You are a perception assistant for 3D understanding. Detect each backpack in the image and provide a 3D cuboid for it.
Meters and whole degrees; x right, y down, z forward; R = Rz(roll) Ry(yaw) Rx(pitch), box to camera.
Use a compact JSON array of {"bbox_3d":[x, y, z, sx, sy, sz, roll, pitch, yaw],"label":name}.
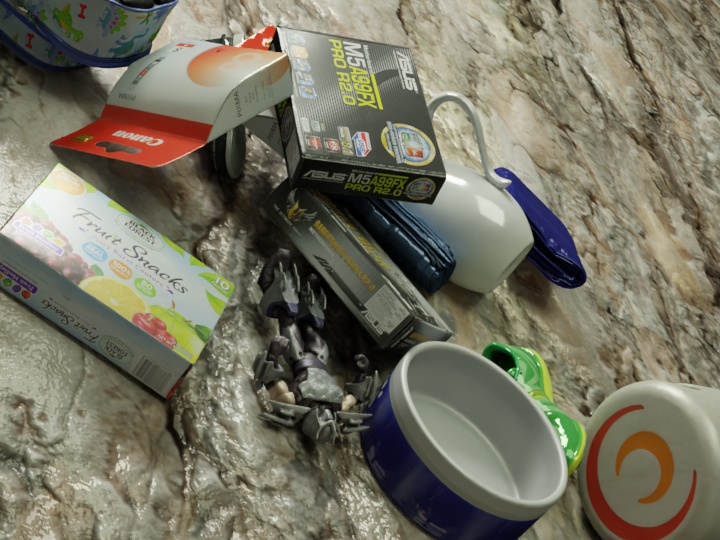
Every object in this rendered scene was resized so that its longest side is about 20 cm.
[{"bbox_3d":[-0.299,-0.293,1.519,0.199,0.148,0.183,40,28,9],"label":"backpack"}]

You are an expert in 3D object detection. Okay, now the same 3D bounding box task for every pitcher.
[{"bbox_3d":[0.117,-0.089,1.692,0.200,0.172,0.121,44,25,10],"label":"pitcher"}]

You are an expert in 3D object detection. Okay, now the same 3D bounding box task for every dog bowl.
[{"bbox_3d":[0.100,0.169,1.412,0.198,0.079,0.201,29,30,-19],"label":"dog bowl"}]

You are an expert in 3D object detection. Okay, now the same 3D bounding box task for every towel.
[{"bbox_3d":[0.025,-0.061,1.631,0.200,0.049,0.112,43,-9,8],"label":"towel"},{"bbox_3d":[0.215,-0.052,1.845,0.148,0.050,0.200,45,14,-10],"label":"towel"}]

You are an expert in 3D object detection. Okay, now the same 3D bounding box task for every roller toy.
[{"bbox_3d":[0.330,0.207,1.513,0.139,0.201,0.183,9,35,-43],"label":"roller toy"}]

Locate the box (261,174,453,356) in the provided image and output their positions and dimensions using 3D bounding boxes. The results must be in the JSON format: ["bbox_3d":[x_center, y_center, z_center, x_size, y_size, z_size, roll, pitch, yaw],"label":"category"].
[{"bbox_3d":[0.000,0.000,1.506,0.200,0.048,0.158,50,9,18],"label":"box"}]

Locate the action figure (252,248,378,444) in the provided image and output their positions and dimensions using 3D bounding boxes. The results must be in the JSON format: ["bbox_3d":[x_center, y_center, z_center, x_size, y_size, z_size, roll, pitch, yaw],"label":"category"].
[{"bbox_3d":[-0.051,0.081,1.375,0.129,0.069,0.202,22,37,-38],"label":"action figure"}]

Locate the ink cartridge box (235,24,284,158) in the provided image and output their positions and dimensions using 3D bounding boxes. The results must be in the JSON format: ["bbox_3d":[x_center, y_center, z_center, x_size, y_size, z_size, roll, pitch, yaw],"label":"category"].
[{"bbox_3d":[-0.062,-0.193,1.583,0.199,0.047,0.160,40,45,10],"label":"ink cartridge box"}]

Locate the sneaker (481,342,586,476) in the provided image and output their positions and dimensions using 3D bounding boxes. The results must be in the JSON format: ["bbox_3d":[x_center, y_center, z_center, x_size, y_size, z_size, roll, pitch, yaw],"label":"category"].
[{"bbox_3d":[0.172,0.150,1.534,0.083,0.074,0.201,24,23,-29],"label":"sneaker"}]

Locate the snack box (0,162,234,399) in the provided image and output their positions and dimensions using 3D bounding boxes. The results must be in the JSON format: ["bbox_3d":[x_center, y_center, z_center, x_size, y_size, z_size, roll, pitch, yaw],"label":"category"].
[{"bbox_3d":[-0.220,0.007,1.295,0.199,0.053,0.143,35,28,-8],"label":"snack box"}]

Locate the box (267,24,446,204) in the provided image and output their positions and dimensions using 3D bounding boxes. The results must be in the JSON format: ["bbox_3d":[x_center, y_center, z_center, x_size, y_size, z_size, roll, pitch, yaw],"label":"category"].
[{"bbox_3d":[-0.007,-0.163,1.519,0.158,0.045,0.202,6,47,-21],"label":"box"}]

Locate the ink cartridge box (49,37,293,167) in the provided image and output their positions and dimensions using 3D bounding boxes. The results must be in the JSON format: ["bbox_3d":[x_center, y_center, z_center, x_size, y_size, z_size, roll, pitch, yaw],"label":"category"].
[{"bbox_3d":[-0.188,-0.170,1.441,0.161,0.051,0.199,14,33,37],"label":"ink cartridge box"}]

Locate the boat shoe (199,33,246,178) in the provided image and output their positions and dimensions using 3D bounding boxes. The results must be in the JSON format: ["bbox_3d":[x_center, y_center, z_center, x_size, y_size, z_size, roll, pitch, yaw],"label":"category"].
[{"bbox_3d":[-0.157,-0.181,1.620,0.059,0.076,0.202,-3,47,3],"label":"boat shoe"}]
